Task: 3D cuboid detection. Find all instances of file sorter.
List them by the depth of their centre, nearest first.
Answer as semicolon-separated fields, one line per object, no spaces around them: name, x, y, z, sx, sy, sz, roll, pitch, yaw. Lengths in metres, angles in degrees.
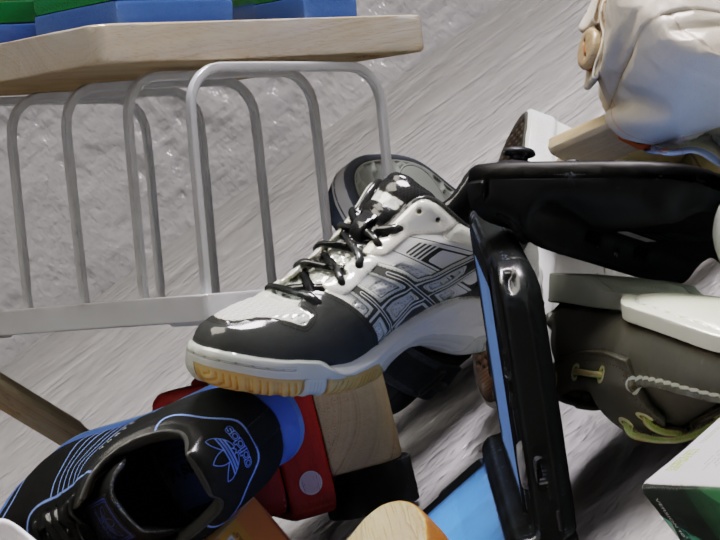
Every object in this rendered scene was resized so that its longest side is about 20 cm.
file sorter;-0.093;-0.034;1.358;0.138;0.125;0.199;-5;1;-44

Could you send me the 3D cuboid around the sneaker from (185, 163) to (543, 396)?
sneaker;0.000;0.000;1.245;0.199;0.088;0.075;-16;23;-40

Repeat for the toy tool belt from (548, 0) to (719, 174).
toy tool belt;0.192;-0.086;1.232;0.123;0.199;0.125;111;154;-46

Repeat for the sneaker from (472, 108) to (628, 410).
sneaker;0.109;-0.001;1.384;0.201;0.084;0.073;-78;14;-45

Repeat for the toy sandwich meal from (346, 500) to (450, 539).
toy sandwich meal;-0.030;0.167;0.961;0.205;0.070;0.205;-35;9;6

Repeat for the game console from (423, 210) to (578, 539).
game console;0.024;0.077;1.137;0.116;0.177;0.200;-9;9;0

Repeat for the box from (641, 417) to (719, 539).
box;0.186;0.039;0.879;0.144;0.036;0.200;-40;6;-14

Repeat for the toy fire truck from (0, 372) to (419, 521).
toy fire truck;-0.094;0.076;1.359;0.199;0.129;0.176;-15;2;-15

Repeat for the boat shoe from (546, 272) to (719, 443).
boat shoe;0.124;0.038;1.085;0.072;0.061;0.202;5;3;-15

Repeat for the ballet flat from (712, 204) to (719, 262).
ballet flat;0.231;-0.040;1.038;0.199;0.070;0.069;-28;8;7

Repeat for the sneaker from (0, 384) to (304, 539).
sneaker;-0.117;0.109;1.264;0.200;0.070;0.078;-33;1;35

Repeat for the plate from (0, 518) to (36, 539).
plate;-0.158;0.217;1.085;0.200;0.032;0.199;-40;51;-20

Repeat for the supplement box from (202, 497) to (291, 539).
supplement box;-0.095;0.186;1.216;0.066;0.069;0.200;-33;7;40

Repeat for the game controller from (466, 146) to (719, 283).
game controller;0.125;-0.024;1.145;0.104;0.042;0.200;-9;-10;26

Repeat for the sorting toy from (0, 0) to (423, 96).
sorting toy;-0.108;-0.131;1.362;0.199;0.070;0.198;-7;2;-40

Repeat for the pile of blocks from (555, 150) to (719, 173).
pile of blocks;0.173;-0.065;1.306;0.200;0.062;0.082;-39;-30;15

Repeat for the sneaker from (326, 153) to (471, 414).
sneaker;0.010;0.014;1.468;0.146;0.077;0.202;-33;-30;24
